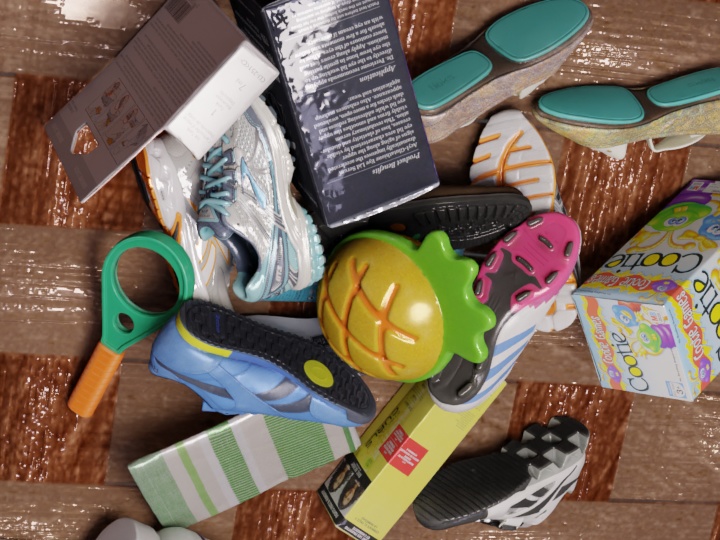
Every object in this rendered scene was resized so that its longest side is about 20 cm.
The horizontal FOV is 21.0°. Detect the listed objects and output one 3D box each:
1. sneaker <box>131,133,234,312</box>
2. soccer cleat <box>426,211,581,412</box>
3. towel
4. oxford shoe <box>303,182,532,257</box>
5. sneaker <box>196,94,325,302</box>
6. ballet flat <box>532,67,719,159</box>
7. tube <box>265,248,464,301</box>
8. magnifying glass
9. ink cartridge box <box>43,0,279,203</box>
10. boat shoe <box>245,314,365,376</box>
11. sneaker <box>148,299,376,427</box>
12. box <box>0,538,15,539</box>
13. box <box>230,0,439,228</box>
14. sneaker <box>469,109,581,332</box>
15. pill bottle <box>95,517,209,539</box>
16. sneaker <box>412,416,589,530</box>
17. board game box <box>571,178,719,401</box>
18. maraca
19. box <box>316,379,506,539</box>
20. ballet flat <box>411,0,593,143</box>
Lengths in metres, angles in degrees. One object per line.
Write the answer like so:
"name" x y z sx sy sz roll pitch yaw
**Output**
"sneaker" -0.125 -0.032 1.669 0.092 0.076 0.201 -22 116 -13
"soccer cleat" 0.125 0.037 1.706 0.070 0.086 0.200 35 87 17
"towel" -0.101 0.162 1.737 0.199 0.023 0.153 -24 150 -6
"oxford shoe" 0.049 -0.065 1.693 0.199 0.085 0.073 -1 146 -3
"sneaker" -0.099 -0.067 1.602 0.086 0.078 0.201 -28 103 -26
"ballet flat" 0.251 -0.134 1.749 0.199 0.071 0.071 -10 113 -13
"tube" 0.000 0.000 1.734 0.199 0.050 0.078 0 117 -21
"magnifying glass" -0.203 0.049 1.666 0.079 0.022 0.200 34 120 4
"ink cartridge box" -0.162 -0.134 1.544 0.176 0.200 0.045 -45 118 4
"boat shoe" -0.046 0.075 1.738 0.199 0.069 0.057 -8 154 -5
"sneaker" -0.084 0.094 1.650 0.199 0.066 0.079 23 122 -19
"box" -0.333 0.361 1.684 0.171 0.199 0.201 7 108 -20
"box" -0.026 -0.159 1.607 0.104 0.148 0.201 -21 116 -9
"sneaker" 0.152 -0.047 1.748 0.078 0.077 0.201 -10 101 20
"pill bottle" -0.150 0.299 1.756 0.200 0.112 0.112 32 99 -31
"sneaker" 0.135 0.215 1.822 0.199 0.074 0.089 -20 127 -30
"board game box" 0.299 0.015 1.748 0.200 0.103 0.105 -40 122 -34
"maraca" 0.037 0.028 1.631 0.107 0.200 0.138 -30 103 -37
"box" 0.046 0.155 1.791 0.050 0.075 0.200 36 98 -25
"ballet flat" 0.116 -0.171 1.691 0.199 0.068 0.067 -28 145 -17
